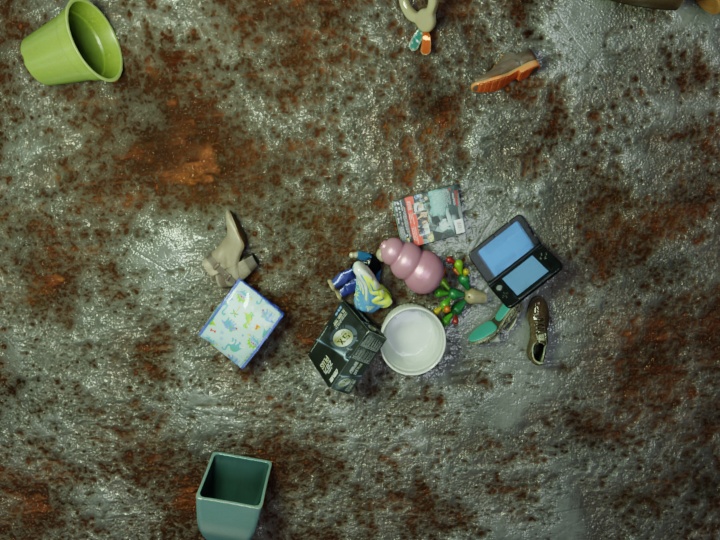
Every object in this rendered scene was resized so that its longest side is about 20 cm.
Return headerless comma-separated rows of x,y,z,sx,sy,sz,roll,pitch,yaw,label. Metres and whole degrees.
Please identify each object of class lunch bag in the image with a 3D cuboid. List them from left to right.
-0.339,0.145,1.540,0.169,0.128,0.201,37,109,-10,lunch bag

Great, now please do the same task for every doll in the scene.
0.000,0.000,1.559,0.197,0.049,0.138,-33,119,2,doll

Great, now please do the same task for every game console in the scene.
0.447,-0.027,1.540,0.198,0.177,0.117,-38,128,6,game console

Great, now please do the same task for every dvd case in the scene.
0.201,-0.156,1.553,0.194,0.022,0.150,-15,101,2,dvd case

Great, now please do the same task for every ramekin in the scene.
0.150,0.194,1.575,0.193,0.105,0.207,0,101,-1,ramekin

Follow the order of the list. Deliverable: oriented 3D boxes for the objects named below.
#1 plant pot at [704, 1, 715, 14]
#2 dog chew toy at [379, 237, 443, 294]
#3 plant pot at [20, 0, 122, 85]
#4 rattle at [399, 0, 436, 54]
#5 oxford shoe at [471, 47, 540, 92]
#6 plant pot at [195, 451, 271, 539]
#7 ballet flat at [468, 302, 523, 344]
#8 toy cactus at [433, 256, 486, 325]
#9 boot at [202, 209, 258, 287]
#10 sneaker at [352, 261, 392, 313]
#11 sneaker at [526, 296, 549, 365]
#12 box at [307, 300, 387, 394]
0.953,-0.772,1.382,0.139,0.201,0.201,-38,100,23,plant pot
0.141,-0.022,1.519,0.197,0.125,0.126,32,98,-12,dog chew toy
-0.761,-0.570,1.382,0.184,0.200,0.206,-11,101,14,plant pot
0.184,-0.713,1.444,0.127,0.144,0.204,-6,120,32,rattle
0.391,-0.552,1.469,0.195,0.071,0.075,-20,81,-2,oxford shoe
-0.388,0.714,1.623,0.190,0.197,0.206,10,110,-3,plant pot
0.417,0.167,1.602,0.200,0.068,0.075,-46,114,5,ballet flat
0.298,0.069,1.570,0.160,0.102,0.207,7,92,-13,toy cactus
-0.390,-0.052,1.534,0.143,0.070,0.204,-24,100,5,boot
0.012,0.063,1.528,0.104,0.076,0.200,-35,130,8,sneaker
0.542,0.185,1.598,0.068,0.076,0.207,-2,101,-1,sneaker
-0.042,0.221,1.537,0.085,0.164,0.202,27,102,-41,box
